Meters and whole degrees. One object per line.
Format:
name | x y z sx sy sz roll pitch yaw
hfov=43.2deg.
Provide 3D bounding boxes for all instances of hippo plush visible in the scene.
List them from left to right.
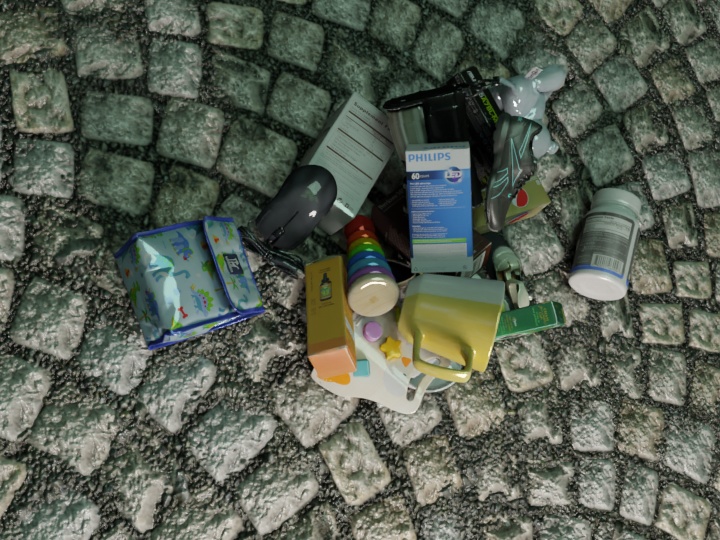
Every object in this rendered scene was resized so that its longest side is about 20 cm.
hippo plush | 0.334 -0.297 1.743 0.158 0.200 0.162 -18 94 -5

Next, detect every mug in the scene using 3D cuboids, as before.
mug | 0.140 0.076 1.446 0.152 0.187 0.150 14 102 4

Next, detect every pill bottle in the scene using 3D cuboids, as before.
pill bottle | 0.485 -0.053 1.786 0.113 0.114 0.201 26 68 -17

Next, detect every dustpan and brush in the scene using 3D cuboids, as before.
dustpan and brush | 0.089 0.175 1.582 0.200 0.057 0.140 -38 95 -27

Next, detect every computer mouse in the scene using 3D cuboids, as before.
computer mouse | -0.110 -0.081 1.483 0.138 0.200 0.053 33 24 -9

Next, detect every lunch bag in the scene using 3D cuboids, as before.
lunch bag | -0.258 0.013 1.434 0.199 0.127 0.171 -15 82 -39

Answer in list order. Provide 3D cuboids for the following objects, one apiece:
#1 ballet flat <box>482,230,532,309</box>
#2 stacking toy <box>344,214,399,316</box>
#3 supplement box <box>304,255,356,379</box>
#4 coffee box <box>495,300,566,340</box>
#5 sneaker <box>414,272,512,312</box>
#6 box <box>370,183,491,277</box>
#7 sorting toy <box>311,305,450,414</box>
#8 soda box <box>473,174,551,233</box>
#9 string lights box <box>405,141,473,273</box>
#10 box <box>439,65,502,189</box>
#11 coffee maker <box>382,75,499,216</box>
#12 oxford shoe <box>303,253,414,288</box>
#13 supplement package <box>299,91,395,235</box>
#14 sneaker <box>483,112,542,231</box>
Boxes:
ballet flat | 0.281 0.016 1.702 0.073 0.073 0.201 -10 82 -26
stacking toy | 0.006 -0.019 1.513 0.085 0.086 0.201 13 36 -21
supplement box | -0.048 0.072 1.454 0.066 0.069 0.201 -14 47 10
coffee box | 0.252 0.096 1.585 0.123 0.199 0.044 11 66 -68
sneaker | 0.185 0.035 1.657 0.199 0.075 0.077 33 75 0
box | 0.121 -0.061 1.597 0.200 0.075 0.100 38 59 23
sorting toy | 0.050 0.143 1.520 0.180 0.107 0.200 36 65 9
soda box | 0.257 -0.118 1.714 0.199 0.068 0.064 -19 77 -29
string lights box | 0.127 -0.100 1.456 0.102 0.059 0.201 -1 108 7
box | 0.192 -0.243 1.653 0.047 0.193 0.201 -30 90 -26
coffee maker | 0.146 -0.199 1.511 0.135 0.191 0.201 -46 126 -60
oxford shoe | 0.000 0.000 1.574 0.199 0.074 0.071 -3 82 -24
supplement package | -0.031 -0.184 1.579 0.117 0.117 0.201 35 66 -11
sneaker | 0.254 -0.161 1.529 0.079 0.075 0.201 10 103 11
